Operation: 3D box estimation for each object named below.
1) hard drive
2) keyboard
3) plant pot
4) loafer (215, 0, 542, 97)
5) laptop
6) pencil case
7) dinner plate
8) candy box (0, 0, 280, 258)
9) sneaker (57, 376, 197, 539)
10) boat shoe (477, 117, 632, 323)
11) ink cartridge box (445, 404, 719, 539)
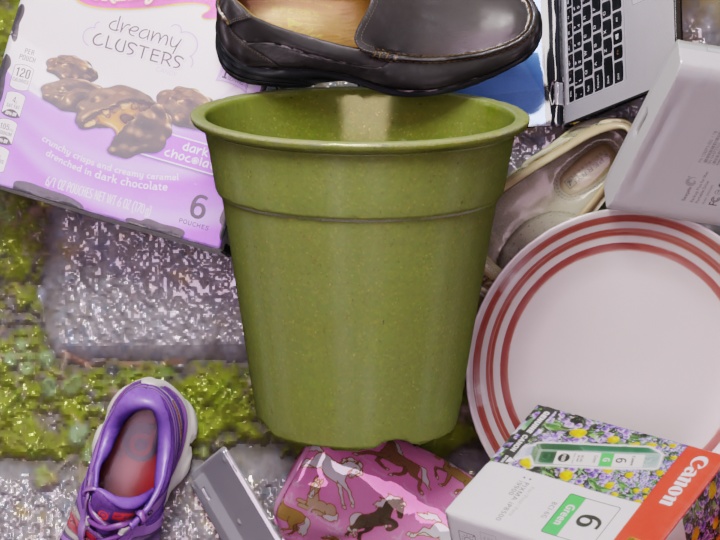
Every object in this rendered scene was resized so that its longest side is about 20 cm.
[{"bbox_3d":[0.260,-0.071,1.626,0.198,0.132,0.026,8,50,-13],"label":"hard drive"},{"bbox_3d":[-0.045,0.204,1.693,0.011,0.056,0.201,-27,83,-38],"label":"keyboard"},{"bbox_3d":[0.000,0.000,1.615,0.198,0.200,0.192,1,103,5],"label":"plant pot"},{"bbox_3d":[0.010,-0.148,1.628,0.198,0.072,0.073,-4,69,1],"label":"loafer"},{"bbox_3d":[0.094,-0.190,1.671,0.115,0.200,0.189,5,78,-28],"label":"laptop"},{"bbox_3d":[0.046,0.167,1.672,0.199,0.087,0.083,28,52,6],"label":"pencil case"},{"bbox_3d":[0.163,0.060,1.682,0.198,0.024,0.202,-1,99,-5],"label":"dinner plate"},{"bbox_3d":[-0.135,-0.129,1.713,0.167,0.072,0.201,16,87,5],"label":"candy box"},{"bbox_3d":[-0.158,0.163,1.688,0.080,0.083,0.202,11,88,6],"label":"sneaker"},{"bbox_3d":[0.093,-0.022,1.690,0.200,0.063,0.073,-38,84,1],"label":"boat shoe"},{"bbox_3d":[0.161,0.148,1.577,0.199,0.051,0.109,14,43,34],"label":"ink cartridge box"}]
